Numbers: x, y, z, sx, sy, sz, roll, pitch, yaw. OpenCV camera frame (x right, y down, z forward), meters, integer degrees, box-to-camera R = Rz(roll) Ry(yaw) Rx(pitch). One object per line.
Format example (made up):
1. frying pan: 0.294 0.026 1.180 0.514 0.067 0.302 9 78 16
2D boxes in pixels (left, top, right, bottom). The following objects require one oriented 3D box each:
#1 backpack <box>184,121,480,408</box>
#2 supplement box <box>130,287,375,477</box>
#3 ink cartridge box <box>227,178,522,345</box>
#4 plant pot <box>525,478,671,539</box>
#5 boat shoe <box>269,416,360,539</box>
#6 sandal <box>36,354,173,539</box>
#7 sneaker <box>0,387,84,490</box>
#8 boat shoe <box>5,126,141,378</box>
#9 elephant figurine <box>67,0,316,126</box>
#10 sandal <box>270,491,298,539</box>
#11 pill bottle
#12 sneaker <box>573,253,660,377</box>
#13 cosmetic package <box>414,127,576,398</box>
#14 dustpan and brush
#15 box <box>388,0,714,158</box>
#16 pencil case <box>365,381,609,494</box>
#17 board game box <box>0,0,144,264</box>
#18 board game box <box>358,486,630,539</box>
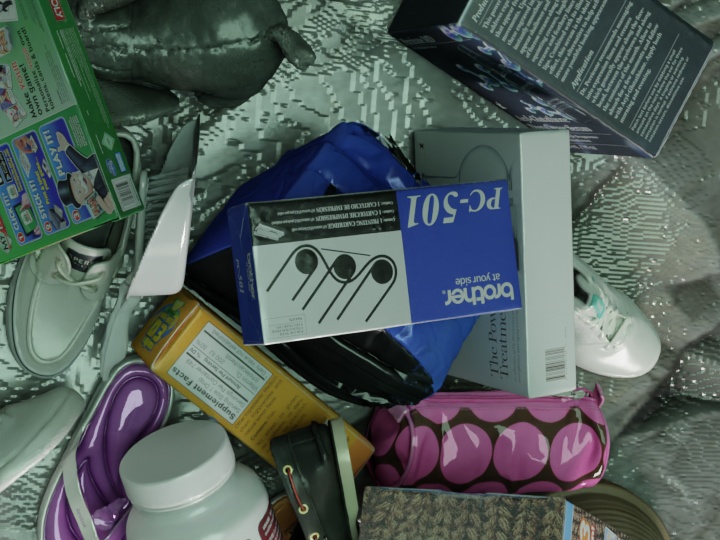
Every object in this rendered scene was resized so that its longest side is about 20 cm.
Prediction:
1. backpack: 0.000 0.000 1.098 0.200 0.162 0.168 43 66 -17
2. supplement box: -0.083 0.099 1.121 0.069 0.066 0.200 -48 115 -6
3. ink cartridge box: 0.012 -0.007 0.990 0.198 0.044 0.095 -7 90 -25
4. plant pot: 0.200 0.288 1.240 0.199 0.093 0.203 -3 98 -19
5. boat shoe: -0.026 0.208 1.103 0.062 0.074 0.203 -13 115 -4
6. sandal: -0.198 0.165 1.107 0.082 0.050 0.205 14 90 -20
7. sneaker: -0.301 0.132 1.053 0.199 0.075 0.089 -34 94 -11
8. boat shoe: -0.210 -0.013 1.073 0.072 0.066 0.201 24 88 -20
9. elephant figurine: -0.163 -0.164 1.024 0.199 0.155 0.143 -12 74 -29
10. sandal: -0.014 0.274 1.180 0.079 0.059 0.207 -40 108 -11
11. pill bottle: -0.111 0.221 1.096 0.112 0.113 0.202 -23 114 -15
12. sneaker: 0.187 0.030 1.206 0.199 0.088 0.076 37 83 -20
13. cosmetic package: 0.104 -0.012 1.137 0.051 0.150 0.202 -7 98 -27
14. dustpan and brush: -0.158 -0.006 1.060 0.057 0.140 0.202 6 112 -8
15. box: 0.148 -0.184 1.135 0.199 0.148 0.108 31 86 -19
16. pencil case: 0.107 0.137 1.193 0.198 0.091 0.094 -1 132 -21
17. board game box: -0.240 -0.117 1.007 0.029 0.134 0.202 -26 98 -52
18. board game box: 0.107 0.235 1.109 0.200 0.158 0.098 36 57 -60
